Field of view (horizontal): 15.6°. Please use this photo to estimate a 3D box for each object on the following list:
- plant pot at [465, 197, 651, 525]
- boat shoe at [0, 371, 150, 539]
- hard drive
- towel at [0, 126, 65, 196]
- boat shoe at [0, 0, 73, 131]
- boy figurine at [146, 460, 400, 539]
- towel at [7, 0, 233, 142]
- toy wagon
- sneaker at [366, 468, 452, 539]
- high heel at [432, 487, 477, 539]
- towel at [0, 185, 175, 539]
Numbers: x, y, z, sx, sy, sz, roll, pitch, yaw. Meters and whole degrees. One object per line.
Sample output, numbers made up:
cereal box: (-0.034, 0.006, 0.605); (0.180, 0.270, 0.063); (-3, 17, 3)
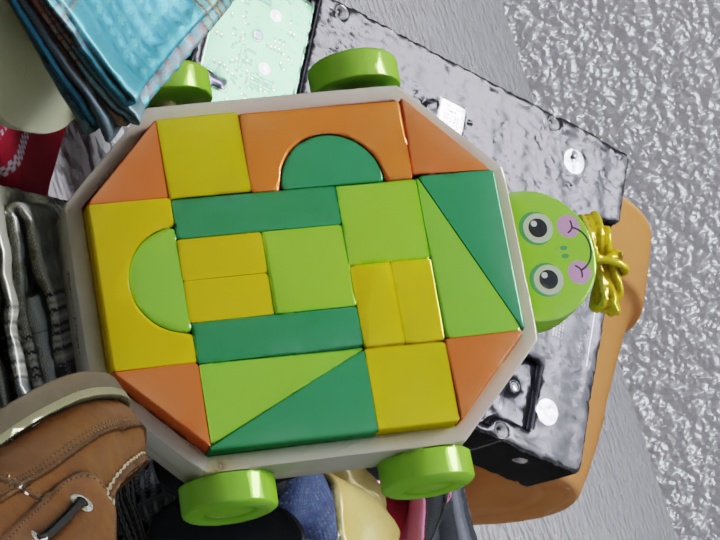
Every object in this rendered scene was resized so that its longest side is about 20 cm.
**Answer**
plant pot: (0.044, 0.043, 1.312); (0.200, 0.199, 0.141); (49, 42, -65)
boat shoe: (-0.104, 0.082, 0.732); (0.068, 0.072, 0.200); (49, 21, 6)
hard drive: (0.006, -0.017, 0.980); (0.200, 0.038, 0.140); (25, 63, -29)
towel: (-0.156, -0.128, 0.974); (0.145, 0.022, 0.200); (-86, 154, -58)
boat shoe: (-0.116, -0.101, 0.910); (0.201, 0.063, 0.074); (-66, 165, -65)
boy figurine: (-0.021, 0.110, 0.979); (0.200, 0.064, 0.125); (61, 28, -64)
towel: (-0.076, -0.152, 0.867); (0.147, 0.022, 0.200); (59, 36, -20)
toy wagon: (0.000, 0.000, 0.892); (0.040, 0.199, 0.156); (127, -45, -68)
sneaker: (-0.017, 0.049, 1.039); (0.200, 0.079, 0.096); (40, 63, -42)
high heel: (0.019, 0.171, 1.172); (0.200, 0.071, 0.143); (105, -19, -53)
towel: (-0.086, 0.064, 0.935); (0.200, 0.034, 0.193); (0, 79, -78)
